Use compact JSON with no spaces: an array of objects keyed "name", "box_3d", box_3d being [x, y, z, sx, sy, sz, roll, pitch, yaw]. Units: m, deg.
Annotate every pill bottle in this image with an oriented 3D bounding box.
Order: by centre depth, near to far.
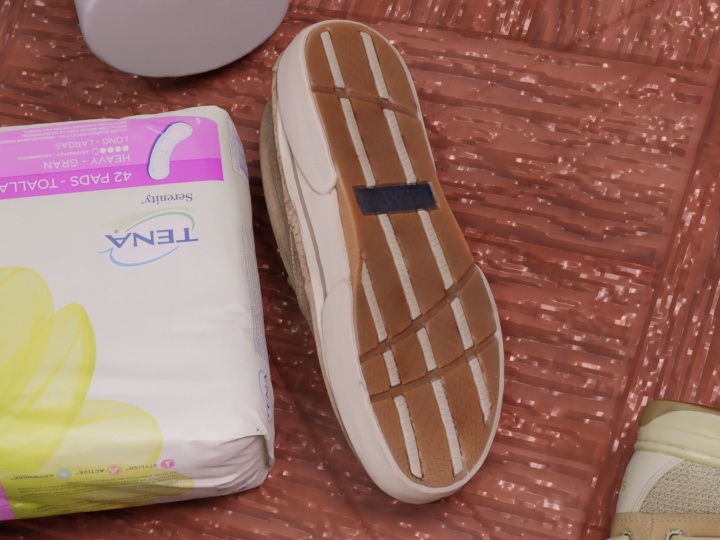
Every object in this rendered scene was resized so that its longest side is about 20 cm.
[{"name":"pill bottle","box_3d":[-0.096,-0.190,0.882,0.114,0.114,0.200,-22,62,12]}]

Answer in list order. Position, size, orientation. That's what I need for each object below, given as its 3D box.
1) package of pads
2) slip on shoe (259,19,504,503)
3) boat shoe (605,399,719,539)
[{"name":"package of pads","box_3d":[-0.138,0.022,0.804,0.199,0.068,0.155,-7,66,-4]},{"name":"slip on shoe","box_3d":[0.000,0.000,0.799,0.061,0.076,0.200,-40,60,49]},{"name":"boat shoe","box_3d":[0.178,0.097,0.678,0.200,0.073,0.063,16,82,30]}]
